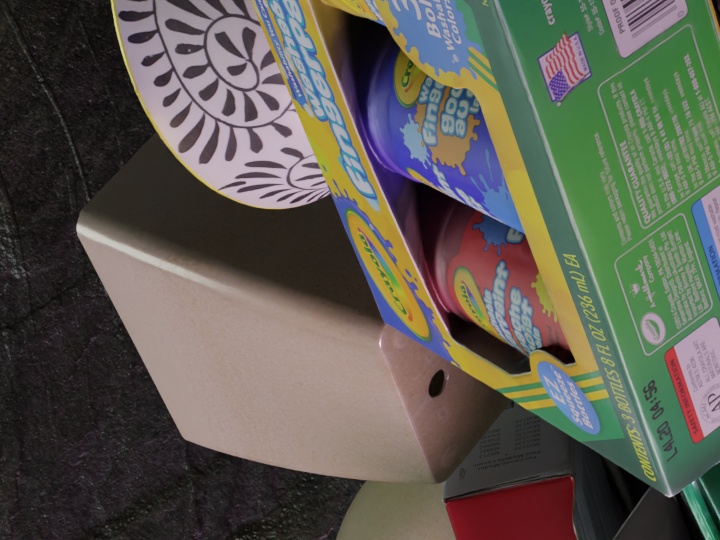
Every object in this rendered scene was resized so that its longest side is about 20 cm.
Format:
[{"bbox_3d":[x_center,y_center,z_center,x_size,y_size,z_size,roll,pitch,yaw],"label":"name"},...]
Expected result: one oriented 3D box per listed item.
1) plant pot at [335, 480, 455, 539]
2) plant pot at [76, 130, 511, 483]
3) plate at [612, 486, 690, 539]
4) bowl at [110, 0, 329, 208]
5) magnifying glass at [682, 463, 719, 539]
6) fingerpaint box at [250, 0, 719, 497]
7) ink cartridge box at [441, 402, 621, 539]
[{"bbox_3d":[0.090,0.173,1.642,0.135,0.199,0.201,106,147,-49],"label":"plant pot"},{"bbox_3d":[0.000,0.000,1.323,0.177,0.200,0.200,25,152,35],"label":"plant pot"},{"bbox_3d":[0.145,0.248,1.290,0.032,0.200,0.201,10,137,37],"label":"plate"},{"bbox_3d":[0.000,-0.125,0.987,0.094,0.201,0.201,2,127,38],"label":"bowl"},{"bbox_3d":[0.134,0.055,1.075,0.080,0.022,0.201,81,166,-83],"label":"magnifying glass"},{"bbox_3d":[0.044,-0.050,0.772,0.167,0.073,0.201,31,150,52],"label":"fingerpaint box"},{"bbox_3d":[0.114,0.186,1.461,0.176,0.083,0.201,-81,-25,-63],"label":"ink cartridge box"}]
